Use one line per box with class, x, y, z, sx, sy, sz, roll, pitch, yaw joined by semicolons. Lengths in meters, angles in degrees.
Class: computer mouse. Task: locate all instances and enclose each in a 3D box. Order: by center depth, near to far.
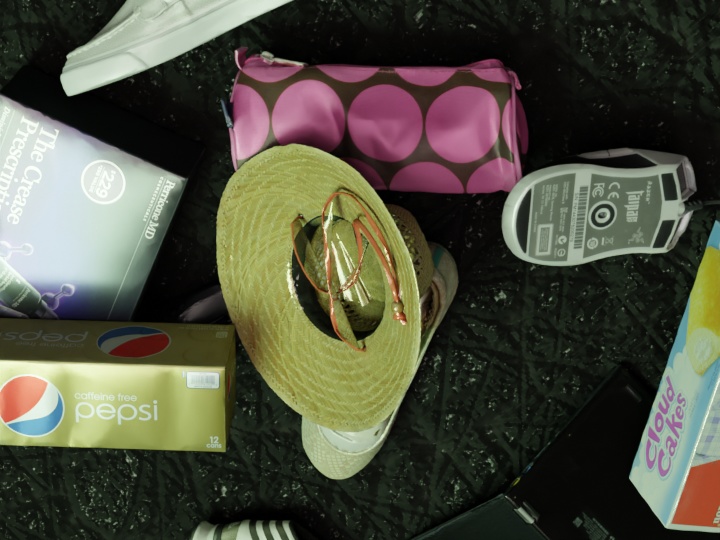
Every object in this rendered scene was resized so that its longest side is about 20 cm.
computer mouse;0.182;-0.049;1.098;0.198;0.044;0.111;-3;116;-15
computer mouse;-0.076;0.026;1.184;0.199;0.034;0.059;-26;104;15

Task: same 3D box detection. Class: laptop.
laptop;0.168;0.201;1.229;0.187;0.116;0.200;45;80;-10

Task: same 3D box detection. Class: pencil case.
pencil case;0.011;-0.098;1.103;0.198;0.091;0.095;1;97;4

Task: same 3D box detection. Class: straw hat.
straw hat;0.000;0.000;1.087;0.200;0.085;0.203;25;126;40

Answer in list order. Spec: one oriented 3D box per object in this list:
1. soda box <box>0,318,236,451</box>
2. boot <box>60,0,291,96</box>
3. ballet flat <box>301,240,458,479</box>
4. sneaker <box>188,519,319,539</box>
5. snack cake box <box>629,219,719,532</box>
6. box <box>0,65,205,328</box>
soda box;-0.184;0.075;1.118;0.198;0.068;0.065;2;113;0
boot;-0.121;-0.194;1.099;0.199;0.074;0.096;-24;99;6
ballet flat;0.007;0.069;1.174;0.067;0.062;0.201;23;111;-1
sneaker;-0.056;0.279;1.250;0.114;0.076;0.202;-7;106;12
snack cake box;0.269;0.075;1.120;0.114;0.067;0.202;6;113;-20
box;-0.210;-0.017;1.162;0.140;0.079;0.201;22;111;-6
